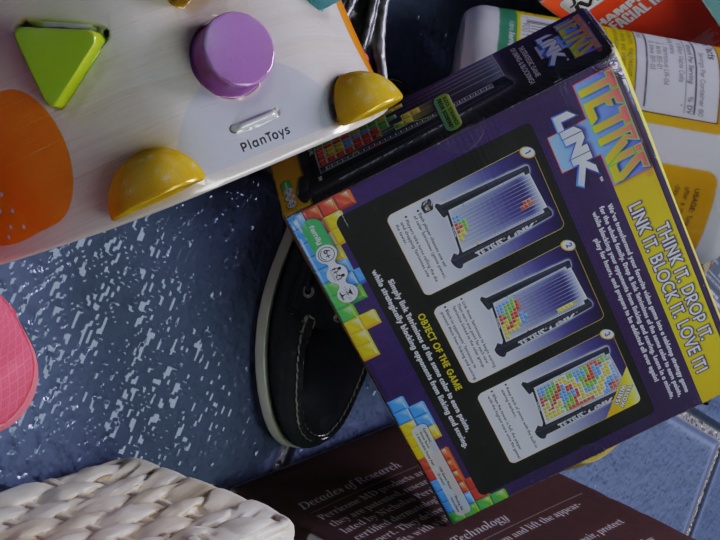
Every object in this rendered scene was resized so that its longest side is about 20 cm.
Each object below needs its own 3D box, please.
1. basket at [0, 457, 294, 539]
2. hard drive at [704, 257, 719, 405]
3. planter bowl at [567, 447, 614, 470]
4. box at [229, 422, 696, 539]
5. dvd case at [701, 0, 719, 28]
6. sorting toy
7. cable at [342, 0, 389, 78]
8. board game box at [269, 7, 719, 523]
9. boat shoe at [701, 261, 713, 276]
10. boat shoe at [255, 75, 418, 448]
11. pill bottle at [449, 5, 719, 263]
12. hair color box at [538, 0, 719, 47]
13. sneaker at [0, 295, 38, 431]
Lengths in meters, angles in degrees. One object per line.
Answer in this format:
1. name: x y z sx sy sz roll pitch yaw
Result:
1. basket: -0.130 0.168 0.702 0.199 0.135 0.125 -12 108 -47
2. hard drive: 0.248 -0.022 1.161 0.139 0.033 0.202 36 75 -50
3. planter bowl: 0.122 0.055 0.999 0.199 0.083 0.203 -21 118 -45
4. box: 0.049 0.200 0.864 0.163 0.199 0.168 -16 119 -46
5. dvd case: 0.192 -0.200 0.923 0.146 0.022 0.201 46 30 -33
6. sorting toy: -0.085 -0.124 0.673 0.199 0.106 0.182 -25 100 -28
7. cable: 0.001 -0.128 0.798 0.097 0.050 0.201 33 80 -11
8. board game box: 0.073 0.003 0.784 0.164 0.057 0.201 -26 121 3
9. boat shoe: 0.171 -0.019 0.942 0.200 0.072 0.076 -43 157 -30
10. boat shoe: 0.002 0.000 0.848 0.074 0.066 0.202 14 92 -51
11. pill bottle: 0.142 -0.066 0.856 0.113 0.197 0.114 -171 -90 -89
12. hair color box: 0.155 -0.172 0.930 0.199 0.064 0.112 21 44 -51
13. sneaker: -0.177 0.011 0.622 0.074 0.086 0.201 -56 138 -18
